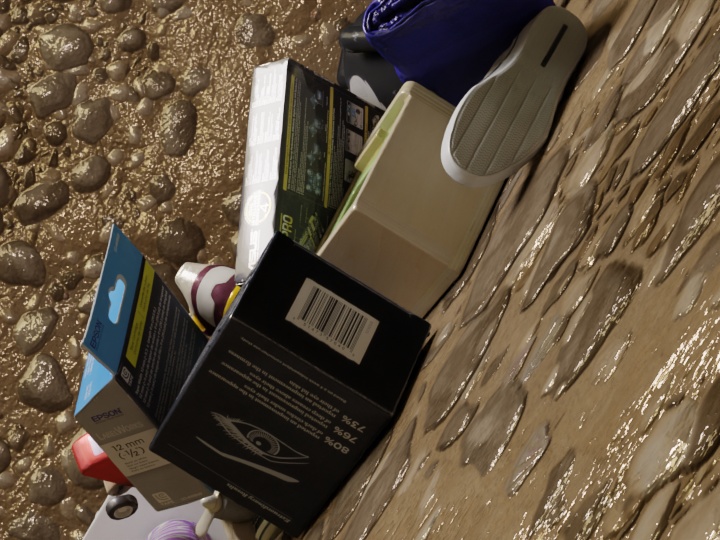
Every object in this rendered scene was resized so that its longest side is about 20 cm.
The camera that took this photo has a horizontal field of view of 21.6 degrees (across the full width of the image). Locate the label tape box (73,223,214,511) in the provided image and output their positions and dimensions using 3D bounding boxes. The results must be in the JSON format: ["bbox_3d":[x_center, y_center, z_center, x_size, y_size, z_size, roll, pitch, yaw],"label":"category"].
[{"bbox_3d":[-0.188,0.083,1.592,0.066,0.201,0.144,-19,39,22],"label":"label tape box"}]

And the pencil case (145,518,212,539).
[{"bbox_3d":[-0.176,0.295,1.855,0.085,0.085,0.200,-63,6,0],"label":"pencil case"}]

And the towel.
[{"bbox_3d":[0.090,-0.204,1.557,0.146,0.050,0.200,-24,-20,10],"label":"towel"}]

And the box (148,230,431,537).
[{"bbox_3d":[-0.058,0.093,1.485,0.200,0.147,0.105,-53,7,46],"label":"box"}]

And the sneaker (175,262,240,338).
[{"bbox_3d":[-0.104,0.044,1.703,0.075,0.090,0.200,-57,-22,-15],"label":"sneaker"}]

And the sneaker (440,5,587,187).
[{"bbox_3d":[0.119,-0.125,1.493,0.200,0.073,0.071,-51,-3,-37],"label":"sneaker"}]

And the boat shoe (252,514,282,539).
[{"bbox_3d":[-0.071,0.171,1.665,0.075,0.062,0.200,-54,8,28],"label":"boat shoe"}]

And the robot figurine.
[{"bbox_3d":[0.062,-0.217,1.931,0.150,0.126,0.199,-35,26,-32],"label":"robot figurine"}]

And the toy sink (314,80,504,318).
[{"bbox_3d":[0.048,-0.070,1.589,0.201,0.111,0.130,-62,6,-33],"label":"toy sink"}]

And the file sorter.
[{"bbox_3d":[-0.205,0.260,2.012,0.201,0.138,0.125,-59,7,3],"label":"file sorter"}]

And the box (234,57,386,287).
[{"bbox_3d":[-0.034,-0.063,1.652,0.049,0.161,0.202,-10,69,36],"label":"box"}]

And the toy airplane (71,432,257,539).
[{"bbox_3d":[-0.145,0.154,1.760,0.200,0.199,0.142,-58,-3,-46],"label":"toy airplane"}]
